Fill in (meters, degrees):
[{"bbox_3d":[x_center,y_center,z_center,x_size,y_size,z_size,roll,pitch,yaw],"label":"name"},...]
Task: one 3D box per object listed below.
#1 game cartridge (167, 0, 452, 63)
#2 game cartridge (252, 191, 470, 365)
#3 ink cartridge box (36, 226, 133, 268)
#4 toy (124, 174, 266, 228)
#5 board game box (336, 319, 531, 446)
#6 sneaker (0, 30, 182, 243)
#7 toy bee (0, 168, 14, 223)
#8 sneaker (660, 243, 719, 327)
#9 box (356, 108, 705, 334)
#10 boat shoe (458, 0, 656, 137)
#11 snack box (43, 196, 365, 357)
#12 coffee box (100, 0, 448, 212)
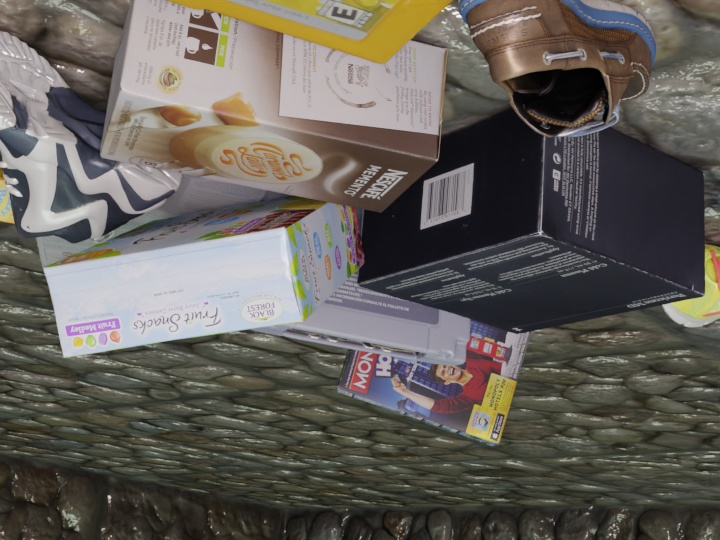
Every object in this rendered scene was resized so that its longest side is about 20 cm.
[{"bbox_3d":[-0.039,-0.177,0.603,0.199,0.033,0.176,11,161,-22],"label":"game cartridge"},{"bbox_3d":[0.000,0.000,0.978,0.199,0.134,0.041,12,162,-19],"label":"game cartridge"},{"bbox_3d":[-0.218,-0.038,1.069,0.162,0.057,0.200,8,167,-9],"label":"ink cartridge box"},{"bbox_3d":[-0.129,-0.083,0.900,0.115,0.047,0.200,15,155,-17],"label":"toy"},{"bbox_3d":[0.055,0.036,1.052,0.199,0.201,0.062,19,162,2],"label":"board game box"},{"bbox_3d":[-0.236,-0.079,0.802,0.199,0.080,0.130,23,134,-31],"label":"sneaker"},{"bbox_3d":[-0.295,-0.059,0.880,0.199,0.131,0.109,-4,-153,-17],"label":"toy bee"},{"bbox_3d":[0.341,0.006,1.027,0.199,0.078,0.090,9,155,-30],"label":"sneaker"},{"bbox_3d":[0.130,-0.032,0.893,0.182,0.105,0.200,18,158,-36],"label":"box"},{"bbox_3d":[0.114,-0.113,0.654,0.072,0.073,0.200,-13,168,35],"label":"boat shoe"},{"bbox_3d":[-0.100,-0.004,0.817,0.168,0.068,0.200,-9,-172,14],"label":"snack box"},{"bbox_3d":[-0.057,-0.107,0.745,0.199,0.080,0.114,10,163,-16],"label":"coffee box"}]
